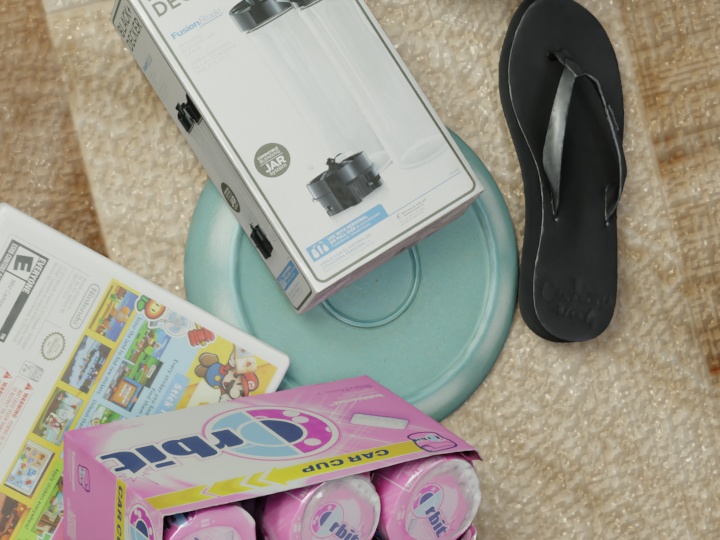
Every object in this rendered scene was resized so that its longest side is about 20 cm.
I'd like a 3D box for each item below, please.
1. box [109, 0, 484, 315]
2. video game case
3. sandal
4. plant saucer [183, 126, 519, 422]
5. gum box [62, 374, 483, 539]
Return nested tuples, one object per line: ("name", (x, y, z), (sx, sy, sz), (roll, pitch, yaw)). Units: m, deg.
("box", (-0.037, -0.092, 1.413), (0.116, 0.060, 0.200), (-30, 84, -15))
("video game case", (-0.162, 0.093, 1.401), (0.182, 0.023, 0.201), (29, 89, -14))
("sandal", (0.125, -0.060, 1.484), (0.076, 0.043, 0.201), (-4, 87, -26))
("plant saucer", (0.000, 0.000, 1.462), (0.199, 0.027, 0.201), (1, 88, -17))
("gum box", (-0.043, 0.117, 1.362), (0.199, 0.113, 0.066), (-10, 113, -30))
